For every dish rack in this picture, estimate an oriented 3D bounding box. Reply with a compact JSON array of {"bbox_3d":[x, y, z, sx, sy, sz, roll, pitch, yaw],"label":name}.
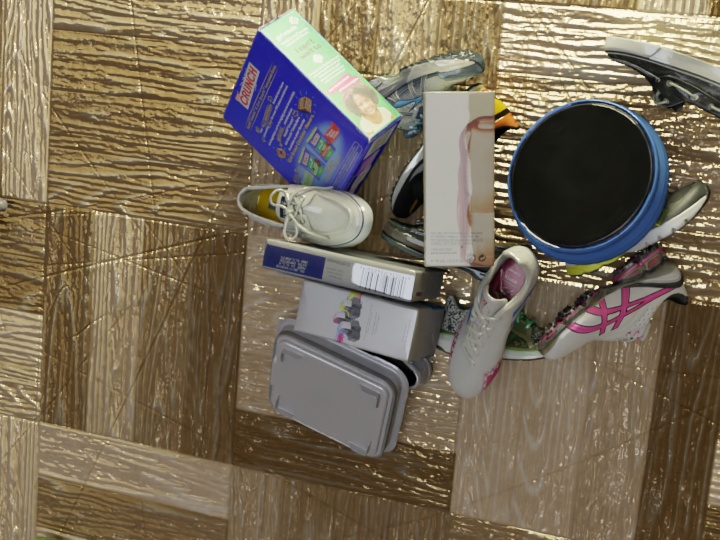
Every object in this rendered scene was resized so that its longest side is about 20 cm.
[{"bbox_3d":[-0.039,0.166,1.464,0.197,0.044,0.174,24,134,15],"label":"dish rack"}]

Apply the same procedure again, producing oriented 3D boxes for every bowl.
[{"bbox_3d":[0.268,-0.110,1.314,0.197,0.039,0.205,-8,72,28],"label":"bowl"}]

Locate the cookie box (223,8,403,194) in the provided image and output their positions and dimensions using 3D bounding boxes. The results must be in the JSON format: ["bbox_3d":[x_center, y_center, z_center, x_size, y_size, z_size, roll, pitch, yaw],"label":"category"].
[{"bbox_3d":[-0.065,-0.198,1.399,0.200,0.075,0.172,45,141,7],"label":"cookie box"}]

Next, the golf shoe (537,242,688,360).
[{"bbox_3d":[0.307,0.056,1.326,0.198,0.073,0.093,-35,88,-1],"label":"golf shoe"}]

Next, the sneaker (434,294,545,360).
[{"bbox_3d":[0.186,0.067,1.399,0.196,0.077,0.091,2,91,16],"label":"sneaker"}]

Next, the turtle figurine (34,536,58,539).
[{"bbox_3d":[-0.466,0.517,1.686,0.142,0.199,0.198,7,81,39],"label":"turtle figurine"}]

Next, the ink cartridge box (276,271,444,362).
[{"bbox_3d":[-0.006,0.055,1.386,0.197,0.115,0.069,15,94,21],"label":"ink cartridge box"}]

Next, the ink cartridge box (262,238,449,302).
[{"bbox_3d":[0.000,0.000,1.377,0.193,0.200,0.044,12,92,17],"label":"ink cartridge box"}]

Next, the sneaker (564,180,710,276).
[{"bbox_3d":[0.323,-0.065,1.326,0.198,0.074,0.086,-29,88,20],"label":"sneaker"}]

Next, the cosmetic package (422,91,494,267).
[{"bbox_3d":[0.117,-0.111,1.308,0.085,0.103,0.204,-1,100,5],"label":"cosmetic package"}]

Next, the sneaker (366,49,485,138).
[{"bbox_3d":[0.074,-0.219,1.395,0.197,0.077,0.088,-15,100,29],"label":"sneaker"}]

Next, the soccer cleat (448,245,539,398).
[{"bbox_3d":[0.152,0.061,1.331,0.069,0.086,0.203,27,99,22],"label":"soccer cleat"}]

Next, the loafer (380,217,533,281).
[{"bbox_3d":[0.126,-0.036,1.402,0.197,0.072,0.064,21,106,5],"label":"loafer"}]

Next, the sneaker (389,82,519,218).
[{"bbox_3d":[0.118,-0.133,1.387,0.090,0.070,0.201,40,106,12],"label":"sneaker"}]

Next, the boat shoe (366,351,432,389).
[{"bbox_3d":[0.001,0.101,1.466,0.197,0.065,0.075,19,105,15],"label":"boat shoe"}]

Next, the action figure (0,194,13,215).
[{"bbox_3d":[-0.607,-0.097,1.643,0.196,0.069,0.133,-2,91,15],"label":"action figure"}]

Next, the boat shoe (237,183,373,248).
[{"bbox_3d":[-0.080,-0.077,1.370,0.200,0.085,0.076,18,99,39],"label":"boat shoe"}]

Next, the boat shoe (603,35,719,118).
[{"bbox_3d":[0.374,-0.220,1.287,0.197,0.071,0.065,24,104,12],"label":"boat shoe"}]
